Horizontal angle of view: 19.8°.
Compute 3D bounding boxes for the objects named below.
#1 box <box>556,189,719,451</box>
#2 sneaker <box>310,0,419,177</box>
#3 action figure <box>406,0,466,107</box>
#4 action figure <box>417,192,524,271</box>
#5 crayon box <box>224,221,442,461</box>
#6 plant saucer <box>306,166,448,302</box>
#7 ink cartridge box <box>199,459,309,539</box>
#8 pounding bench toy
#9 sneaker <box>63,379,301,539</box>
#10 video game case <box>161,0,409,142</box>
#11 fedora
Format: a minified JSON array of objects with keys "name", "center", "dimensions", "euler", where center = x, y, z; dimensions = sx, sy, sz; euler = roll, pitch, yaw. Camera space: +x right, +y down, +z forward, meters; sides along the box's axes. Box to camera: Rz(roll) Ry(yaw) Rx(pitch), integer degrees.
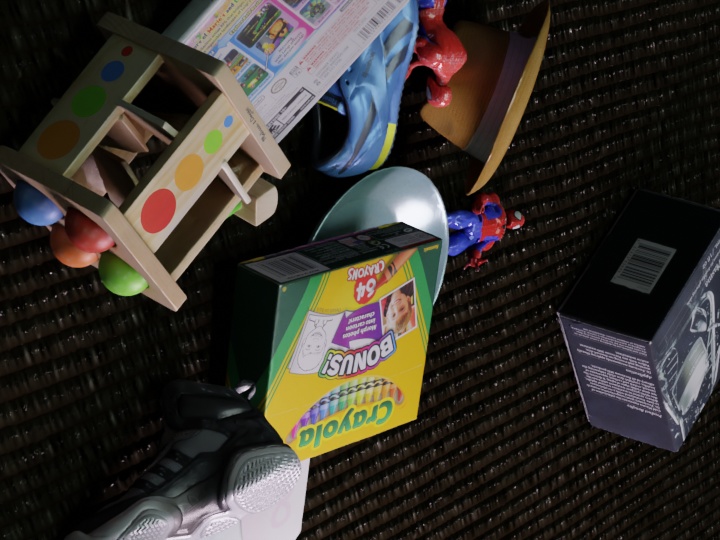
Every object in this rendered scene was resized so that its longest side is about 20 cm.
[{"name":"box","center":[0.331,0.055,2.306],"dimensions":[0.201,0.123,0.197],"euler":[-54,145,-28]},{"name":"sneaker","center":[-0.003,-0.177,1.734],"dimensions":[0.078,0.066,0.202],"euler":[-6,109,-52]},{"name":"action figure","center":[0.039,-0.237,1.785],"dimensions":[0.065,0.098,0.202],"euler":[-6,87,-53]},{"name":"action figure","center":[0.101,-0.038,1.977],"dimensions":[0.199,0.051,0.066],"euler":[-17,114,-56]},{"name":"crayon box","center":[-0.024,0.063,1.754],"dimensions":[0.199,0.058,0.174],"euler":[-16,120,-44]},{"name":"plant saucer","center":[0.000,0.000,1.830],"dimensions":[0.200,0.039,0.203],"euler":[-25,125,-41]},{"name":"ink cartridge box","center":[-0.116,0.260,1.773],"dimensions":[0.162,0.057,0.202],"euler":[-14,110,-55]},{"name":"pounding bench toy","center":[-0.147,-0.051,1.496],"dimensions":[0.156,0.124,0.200],"euler":[-53,144,-15]},{"name":"sneaker","center":[-0.155,0.159,1.646],"dimensions":[0.199,0.114,0.076],"euler":[-23,151,-10]},{"name":"video game case","center":[-0.057,-0.195,1.601],"dimensions":[0.200,0.024,0.182],"euler":[-46,148,9]},{"name":"fedora","center":[0.104,-0.166,1.854],"dimensions":[0.201,0.081,0.202],"euler":[-159,-90,-86]}]
